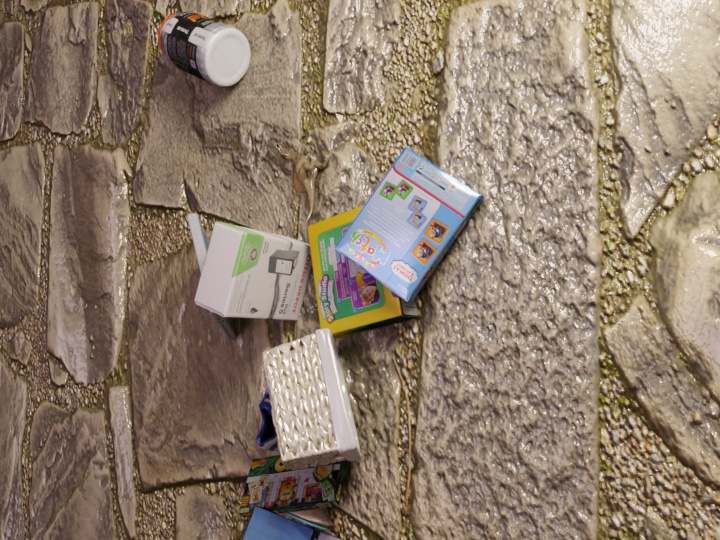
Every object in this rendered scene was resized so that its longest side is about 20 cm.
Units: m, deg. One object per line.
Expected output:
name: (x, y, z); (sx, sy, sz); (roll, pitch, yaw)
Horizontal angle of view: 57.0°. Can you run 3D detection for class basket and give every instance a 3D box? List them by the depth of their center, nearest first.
basket: (-0.080, 0.219, 1.091); (0.122, 0.136, 0.203); (-15, 67, -1)

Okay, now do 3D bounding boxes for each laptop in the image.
laptop: (-0.101, 0.512, 1.067); (0.198, 0.116, 0.189); (5, 63, 33)

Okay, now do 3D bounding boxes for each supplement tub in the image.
supplement tub: (-0.336, -0.472, 1.403); (0.199, 0.122, 0.124); (30, 102, 34)

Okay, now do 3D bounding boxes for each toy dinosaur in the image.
toy dinosaur: (-0.099, -0.183, 1.247); (0.101, 0.058, 0.202); (-53, 49, 36)

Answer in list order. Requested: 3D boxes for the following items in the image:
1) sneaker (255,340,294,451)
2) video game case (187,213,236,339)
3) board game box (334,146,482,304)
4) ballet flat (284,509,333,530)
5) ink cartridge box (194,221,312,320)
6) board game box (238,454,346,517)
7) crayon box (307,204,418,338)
sneaker: (-0.136, 0.227, 1.192); (0.074, 0.088, 0.203); (5, 86, 38)
video game case: (-0.287, 0.016, 1.288); (0.022, 0.182, 0.202); (-16, 70, -7)
board game box: (0.075, -0.073, 1.054); (0.151, 0.037, 0.201); (36, 88, 18)
ballet flat: (-0.125, 0.401, 1.178); (0.198, 0.068, 0.068); (5, 70, 35)
ink cartridge box: (-0.181, 0.006, 1.184); (0.083, 0.199, 0.148); (18, 95, 33)
board game box: (-0.117, 0.366, 1.151); (0.198, 0.024, 0.106); (-17, 38, 25)
crayon box: (0.000, 0.000, 1.139); (0.171, 0.058, 0.203); (-17, 74, 34)
